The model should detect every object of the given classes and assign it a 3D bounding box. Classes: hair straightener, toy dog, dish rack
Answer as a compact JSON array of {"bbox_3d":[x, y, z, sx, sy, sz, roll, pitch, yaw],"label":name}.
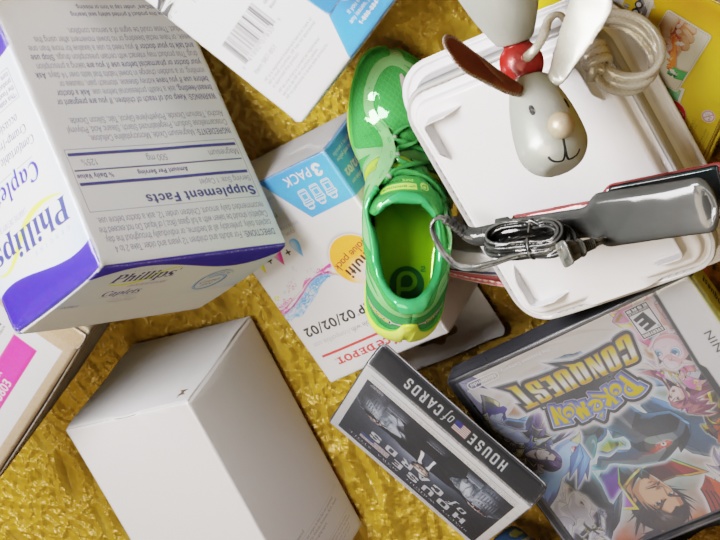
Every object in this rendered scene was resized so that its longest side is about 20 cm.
[{"bbox_3d":[0.127,-0.030,1.440,0.199,0.077,0.041,-4,105,29],"label":"hair straightener"},{"bbox_3d":[0.092,-0.164,1.372,0.200,0.132,0.096,50,167,2],"label":"toy dog"},{"bbox_3d":[0.127,-0.061,1.494,0.171,0.044,0.201,-20,112,32],"label":"dish rack"}]

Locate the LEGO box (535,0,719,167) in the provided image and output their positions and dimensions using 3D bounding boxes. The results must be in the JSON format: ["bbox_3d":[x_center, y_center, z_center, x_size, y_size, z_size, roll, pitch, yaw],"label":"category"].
[{"bbox_3d":[0.168,-0.127,1.509,0.148,0.077,0.201,26,128,7],"label":"LEGO box"}]

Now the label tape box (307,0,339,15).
[{"bbox_3d":[-0.023,-0.279,1.440,0.143,0.066,0.201,33,92,-1],"label":"label tape box"}]

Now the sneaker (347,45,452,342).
[{"bbox_3d":[0.033,-0.055,1.569,0.074,0.202,0.084,-4,168,-8],"label":"sneaker"}]

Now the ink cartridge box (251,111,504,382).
[{"bbox_3d":[0.000,0.000,1.674,0.115,0.068,0.200,-24,109,35],"label":"ink cartridge box"}]

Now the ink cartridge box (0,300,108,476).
[{"bbox_3d":[-0.233,0.043,1.746,0.075,0.165,0.200,36,128,-2],"label":"ink cartridge box"}]

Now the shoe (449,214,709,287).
[{"bbox_3d":[0.142,0.013,1.617,0.199,0.072,0.092,2,119,19],"label":"shoe"}]

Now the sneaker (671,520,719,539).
[{"bbox_3d":[0.203,0.156,1.687,0.199,0.067,0.091,2,120,20],"label":"sneaker"}]

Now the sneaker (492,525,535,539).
[{"bbox_3d":[0.105,0.273,1.817,0.077,0.076,0.200,45,130,18],"label":"sneaker"}]

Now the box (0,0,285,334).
[{"bbox_3d":[-0.176,-0.073,1.588,0.105,0.183,0.201,-35,73,37],"label":"box"}]

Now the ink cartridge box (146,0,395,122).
[{"bbox_3d":[-0.068,-0.221,1.548,0.200,0.084,0.145,38,128,-3],"label":"ink cartridge box"}]

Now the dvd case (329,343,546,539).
[{"bbox_3d":[0.052,0.129,1.687,0.150,0.025,0.200,41,163,4],"label":"dvd case"}]

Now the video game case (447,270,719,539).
[{"bbox_3d":[0.189,0.102,1.605,0.199,0.026,0.181,-27,111,29],"label":"video game case"}]

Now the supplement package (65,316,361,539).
[{"bbox_3d":[-0.108,0.157,1.793,0.121,0.120,0.201,-13,115,32],"label":"supplement package"}]
